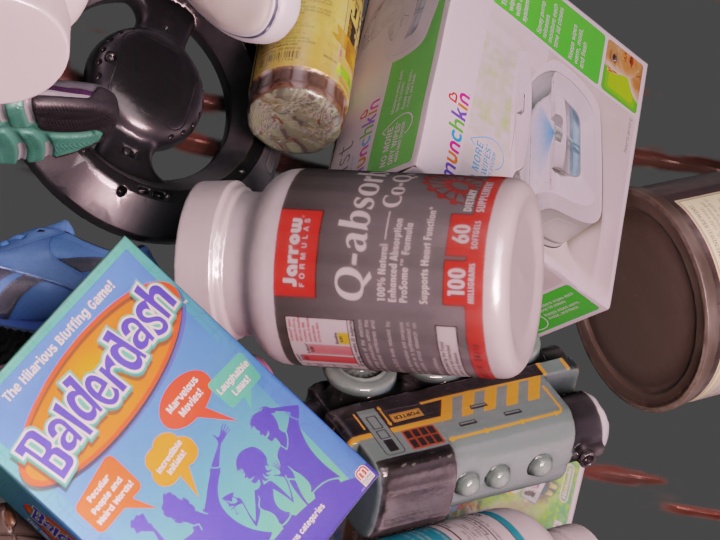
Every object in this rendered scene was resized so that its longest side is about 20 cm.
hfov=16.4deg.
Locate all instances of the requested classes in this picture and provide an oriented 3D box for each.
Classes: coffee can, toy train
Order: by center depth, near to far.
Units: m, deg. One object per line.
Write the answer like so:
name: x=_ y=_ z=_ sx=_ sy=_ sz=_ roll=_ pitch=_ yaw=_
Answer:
toy train: x=0.054 y=0.095 z=1.515 sx=0.199 sy=0.086 sz=0.114 roll=-10 pitch=42 yaw=-28
coffee can: x=0.260 y=0.003 z=1.661 sx=0.199 sy=0.146 sz=0.147 roll=-11 pitch=80 yaw=-30

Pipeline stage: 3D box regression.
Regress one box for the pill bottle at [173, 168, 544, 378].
pill bottle: x=0.000 y=0.000 z=1.452 sx=0.198 sy=0.116 sz=0.117 roll=3 pitch=68 yaw=15

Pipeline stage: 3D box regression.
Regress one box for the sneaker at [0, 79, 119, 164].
sneaker: x=-0.241 y=-0.113 z=1.451 sx=0.198 sy=0.075 sz=0.088 roll=-3 pitch=65 yaw=-7

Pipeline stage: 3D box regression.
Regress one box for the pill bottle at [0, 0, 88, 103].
pill bottle: x=-0.208 y=-0.195 z=1.425 sx=0.112 sy=0.112 sz=0.201 roll=15 pitch=45 yaw=-23

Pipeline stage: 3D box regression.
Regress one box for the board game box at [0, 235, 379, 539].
board game box: x=-0.110 y=0.104 z=1.390 sx=0.200 sy=0.045 sz=0.152 roll=42 pitch=62 yaw=-4

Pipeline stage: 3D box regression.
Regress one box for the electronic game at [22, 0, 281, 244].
electronic game: x=-0.135 y=-0.111 z=1.547 sx=0.199 sy=0.042 sz=0.201 roll=14 pitch=62 yaw=-28

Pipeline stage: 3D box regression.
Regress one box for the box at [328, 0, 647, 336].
box: x=0.079 y=-0.085 z=1.586 sx=0.176 sy=0.096 sz=0.201 roll=36 pitch=50 yaw=-29

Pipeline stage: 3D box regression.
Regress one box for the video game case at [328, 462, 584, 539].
video game case: x=0.049 y=0.155 z=1.575 sx=0.181 sy=0.022 sz=0.201 roll=25 pitch=65 yaw=-19

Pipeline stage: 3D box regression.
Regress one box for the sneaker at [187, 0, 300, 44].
sneaker: x=-0.117 y=-0.210 z=1.533 sx=0.200 sy=0.073 sz=0.071 roll=47 pitch=30 yaw=25

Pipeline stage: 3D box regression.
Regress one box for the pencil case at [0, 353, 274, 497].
pencil case: x=-0.146 y=0.090 z=1.455 sx=0.199 sy=0.086 sz=0.084 roll=0 pitch=81 yaw=-28

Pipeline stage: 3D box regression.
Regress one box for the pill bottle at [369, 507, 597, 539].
pill bottle: x=0.052 y=0.205 z=1.484 sx=0.199 sy=0.111 sz=0.112 roll=-10 pitch=80 yaw=-29

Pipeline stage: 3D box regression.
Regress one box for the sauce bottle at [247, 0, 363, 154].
sauce bottle: x=-0.029 y=-0.166 z=1.587 sx=0.064 sy=0.065 sz=0.201 roll=24 pitch=50 yaw=-19

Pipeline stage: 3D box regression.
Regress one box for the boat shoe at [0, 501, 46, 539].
boat shoe: x=-0.141 y=0.169 z=1.444 sx=0.198 sy=0.073 sz=0.075 roll=3 pitch=81 yaw=-9

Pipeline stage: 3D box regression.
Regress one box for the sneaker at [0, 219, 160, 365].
sneaker: x=-0.207 y=0.011 z=1.464 sx=0.199 sy=0.066 sz=0.079 roll=2 pitch=63 yaw=-28
